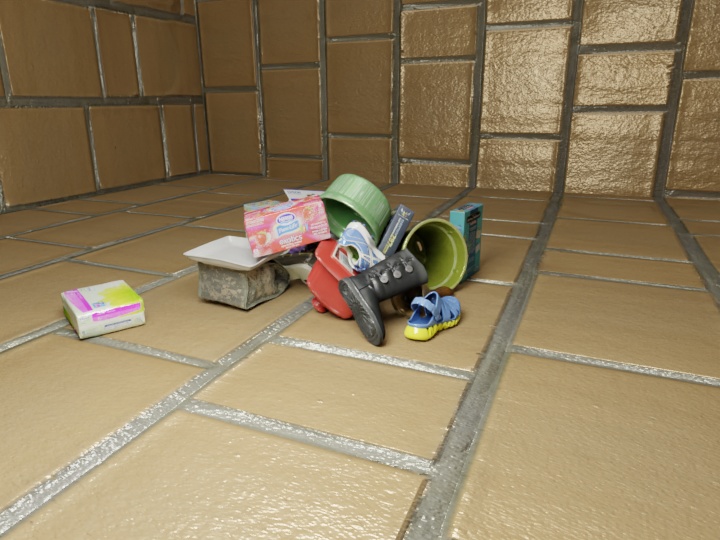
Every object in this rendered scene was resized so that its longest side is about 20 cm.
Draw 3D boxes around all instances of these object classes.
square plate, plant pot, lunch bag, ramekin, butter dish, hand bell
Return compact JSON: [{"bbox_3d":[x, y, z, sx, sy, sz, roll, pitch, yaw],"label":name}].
[{"bbox_3d":[-0.307,-0.042,1.354,0.196,0.029,0.198,10,19,19],"label":"square plate"},{"bbox_3d":[0.167,-0.042,1.491,0.196,0.205,0.184,-7,7,-20],"label":"plant pot"},{"bbox_3d":[-0.301,0.015,1.414,0.161,0.120,0.199,11,15,24],"label":"lunch bag"},{"bbox_3d":[-0.014,-0.158,1.411,0.198,0.201,0.098,15,60,40],"label":"ramekin"},{"bbox_3d":[-0.060,0.040,1.301,0.199,0.148,0.200,43,16,-9],"label":"butter dish"},{"bbox_3d":[0.175,0.060,1.350,0.103,0.106,0.198,15,10,42],"label":"hand bell"}]

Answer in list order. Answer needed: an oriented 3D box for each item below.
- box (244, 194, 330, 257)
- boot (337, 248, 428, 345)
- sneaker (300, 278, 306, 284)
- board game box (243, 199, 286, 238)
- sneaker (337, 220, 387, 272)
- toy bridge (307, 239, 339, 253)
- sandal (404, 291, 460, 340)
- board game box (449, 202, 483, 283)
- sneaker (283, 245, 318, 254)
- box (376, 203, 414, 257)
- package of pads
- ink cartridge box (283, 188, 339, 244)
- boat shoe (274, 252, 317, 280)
[{"bbox_3d":[-0.180,-0.111,1.315,0.196,0.097,0.100,-15,20,-7],"label":"box"},{"bbox_3d":[0.071,0.054,1.191,0.198,0.167,0.066,-22,-16,-32],"label":"boot"},{"bbox_3d":[-0.122,-0.014,1.601,0.200,0.081,0.146,-46,7,-30],"label":"sneaker"},{"bbox_3d":[-0.279,-0.102,1.636,0.102,0.204,0.104,14,22,39],"label":"board game box"},{"bbox_3d":[0.016,-0.016,1.267,0.077,0.201,0.075,-45,15,-33],"label":"sneaker"},{"bbox_3d":[-0.068,-0.059,1.451,0.198,0.028,0.067,-6,29,46],"label":"toy bridge"},{"bbox_3d":[0.170,0.088,1.215,0.078,0.089,0.199,9,18,33],"label":"sandal"},{"bbox_3d":[0.304,-0.083,1.555,0.046,0.204,0.150,10,19,30],"label":"board game box"},{"bbox_3d":[-0.170,-0.056,1.577,0.201,0.080,0.083,-50,23,-4],"label":"sneaker"},{"bbox_3d":[0.072,-0.089,1.485,0.050,0.160,0.200,28,-9,-8],"label":"box"},{"bbox_3d":[-0.609,0.086,1.275,0.152,0.070,0.198,-14,23,-36],"label":"package of pads"},{"bbox_3d":[-0.111,-0.156,1.568,0.195,0.047,0.201,-2,45,-38],"label":"ink cartridge box"},{"bbox_3d":[-0.192,-0.015,1.484,0.199,0.072,0.061,1,53,40],"label":"boat shoe"}]
